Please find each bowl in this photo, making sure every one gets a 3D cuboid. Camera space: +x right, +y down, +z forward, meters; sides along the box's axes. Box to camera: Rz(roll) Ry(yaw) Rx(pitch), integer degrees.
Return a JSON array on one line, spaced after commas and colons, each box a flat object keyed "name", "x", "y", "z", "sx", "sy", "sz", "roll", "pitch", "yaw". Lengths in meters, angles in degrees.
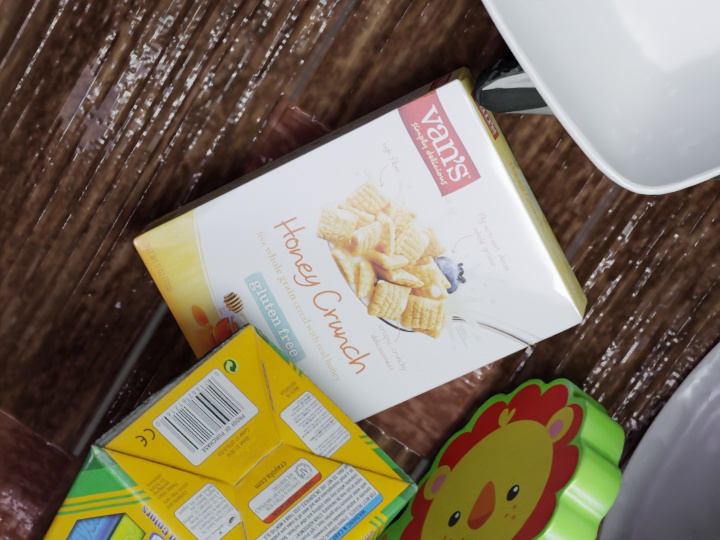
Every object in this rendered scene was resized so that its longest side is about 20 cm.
[{"name": "bowl", "x": 0.147, "y": -0.155, "z": 0.846, "sx": 0.200, "sy": 0.075, "sz": 0.200, "roll": -29, "pitch": 99, "yaw": 19}]

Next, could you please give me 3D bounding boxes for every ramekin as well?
[{"name": "ramekin", "x": 0.216, "y": 0.107, "z": 0.964, "sx": 0.105, "sy": 0.200, "sz": 0.200, "roll": 37, "pitch": 110, "yaw": -10}]

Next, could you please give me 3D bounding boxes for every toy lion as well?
[{"name": "toy lion", "x": 0.051, "y": 0.150, "z": 1.024, "sx": 0.069, "sy": 0.192, "sz": 0.200, "roll": 36, "pitch": 132, "yaw": -22}]

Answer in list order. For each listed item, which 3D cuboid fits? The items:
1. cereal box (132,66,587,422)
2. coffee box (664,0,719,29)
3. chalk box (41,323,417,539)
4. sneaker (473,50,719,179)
[{"name": "cereal box", "x": 0.000, "y": 0.000, "z": 1.059, "sx": 0.200, "sy": 0.040, "sz": 0.144, "roll": -26, "pitch": 100, "yaw": 18}, {"name": "coffee box", "x": 0.164, "y": -0.222, "z": 0.922, "sx": 0.080, "sy": 0.113, "sz": 0.200, "roll": -10, "pitch": 104, "yaw": 15}, {"name": "chalk box", "x": -0.084, "y": 0.148, "z": 1.049, "sx": 0.124, "sy": 0.125, "sz": 0.200, "roll": 44, "pitch": 141, "yaw": 9}, {"name": "sneaker", "x": 0.154, "y": -0.080, "z": 0.987, "sx": 0.200, "sy": 0.074, "sz": 0.079, "roll": 3, "pitch": 111, "yaw": 11}]
